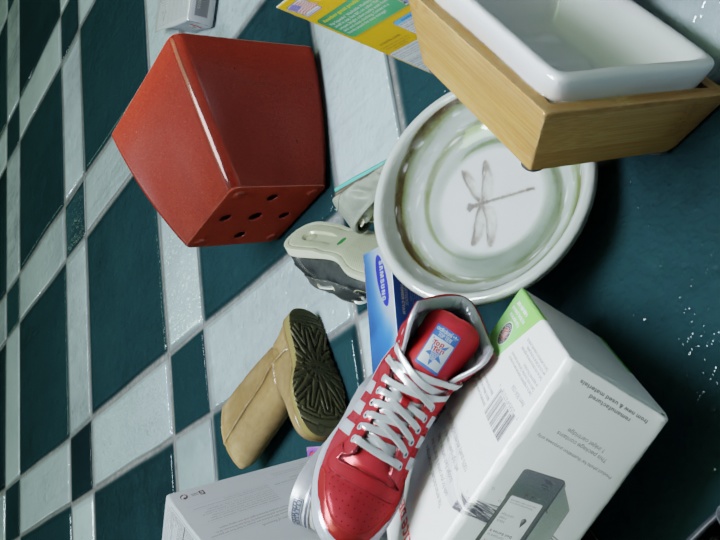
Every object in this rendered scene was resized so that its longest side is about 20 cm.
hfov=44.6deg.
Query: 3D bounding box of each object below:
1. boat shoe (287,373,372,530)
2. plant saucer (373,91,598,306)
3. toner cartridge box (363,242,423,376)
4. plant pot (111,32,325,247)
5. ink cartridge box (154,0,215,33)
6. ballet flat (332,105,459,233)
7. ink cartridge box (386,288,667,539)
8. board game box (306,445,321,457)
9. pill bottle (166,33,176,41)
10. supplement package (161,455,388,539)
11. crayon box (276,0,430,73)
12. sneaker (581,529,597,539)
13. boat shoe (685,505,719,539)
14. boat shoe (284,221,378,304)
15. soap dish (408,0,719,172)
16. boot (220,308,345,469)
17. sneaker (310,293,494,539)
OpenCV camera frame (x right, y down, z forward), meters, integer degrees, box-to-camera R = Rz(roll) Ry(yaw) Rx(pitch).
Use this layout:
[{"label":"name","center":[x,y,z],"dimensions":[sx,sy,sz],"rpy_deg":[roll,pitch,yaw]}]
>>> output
[{"label":"boat shoe","center":[0.011,0.161,0.789],"dimensions":[0.069,0.200,0.072],"rpy_deg":[16,121,19]},{"label":"plant saucer","center":[0.106,-0.061,0.733],"dimensions":[0.197,0.050,0.204],"rpy_deg":[-13,64,29]},{"label":"toner cartridge box","center":[0.058,0.082,0.774],"dimensions":[0.043,0.094,0.204],"rpy_deg":[-24,65,50]},{"label":"plant pot","center":[-0.152,-0.139,1.048],"dimensions":[0.200,0.198,0.179],"rpy_deg":[-40,65,45]},{"label":"ink cartridge box","center":[-0.275,-0.463,1.404],"dimensions":[0.199,0.049,0.165],"rpy_deg":[18,100,63]},{"label":"ballet flat","center":[0.051,-0.096,0.853],"dimensions":[0.199,0.067,0.064],"rpy_deg":[-33,87,42]},{"label":"ink cartridge box","center":[0.105,0.134,0.623],"dimensions":[0.202,0.083,0.146],"rpy_deg":[-58,10,13]},{"label":"board game box","center":[0.010,0.233,0.876],"dimensions":[0.199,0.032,0.122],"rpy_deg":[-17,74,52]},{"label":"pill bottle","center":[-0.254,-0.228,1.271],"dimensions":[0.104,0.103,0.203],"rpy_deg":[45,121,48]},{"label":"supplement package","center":[-0.049,0.287,0.767],"dimensions":[0.199,0.189,0.150],"rpy_deg":[32,120,46]},{"label":"crayon box","center":[0.044,-0.235,0.754],"dimensions":[0.125,0.198,0.053],"rpy_deg":[-13,69,53]},{"label":"sneaker","center":[0.161,0.256,0.623],"dimensions":[0.201,0.072,0.086],"rpy_deg":[-119,45,-56]},{"label":"boat shoe","center":[0.247,0.158,0.515],"dimensions":[0.201,0.061,0.075],"rpy_deg":[-56,41,32]},{"label":"boat shoe","center":[0.000,0.000,0.915],"dimensions":[0.199,0.071,0.068],"rpy_deg":[16,134,49]},{"label":"soap dish","center":[0.142,-0.155,0.649],"dimensions":[0.201,0.155,0.082],"rpy_deg":[-124,32,-44]},{"label":"boot","center":[-0.095,0.168,1.012],"dimensions":[0.201,0.065,0.177],"rpy_deg":[-53,32,35]},{"label":"sneaker","center":[0.031,0.099,0.628],"dimensions":[0.113,0.071,0.201],"rpy_deg":[-57,3,48]}]
